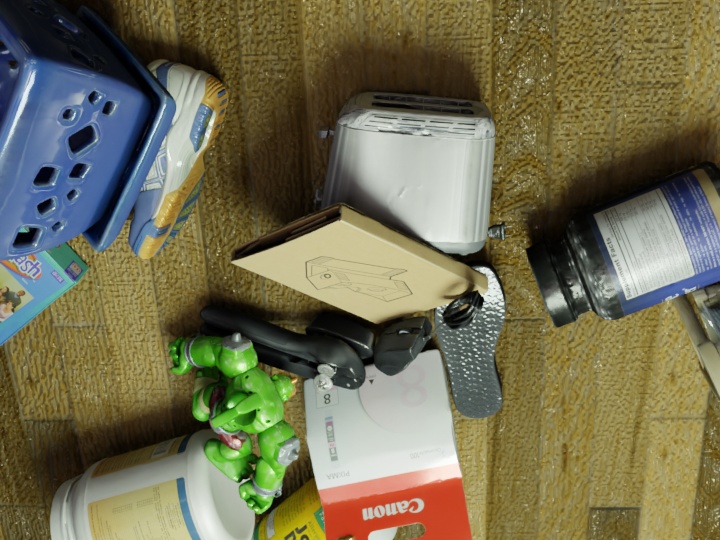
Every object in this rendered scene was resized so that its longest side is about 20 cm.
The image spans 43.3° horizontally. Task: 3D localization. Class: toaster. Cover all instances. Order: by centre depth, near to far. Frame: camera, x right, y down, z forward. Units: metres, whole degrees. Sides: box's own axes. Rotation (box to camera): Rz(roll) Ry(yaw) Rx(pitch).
[{"bbox_3d":[0.055,-0.095,0.871,0.196,0.114,0.131,6,112,3],"label":"toaster"}]

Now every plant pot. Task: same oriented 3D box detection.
[{"bbox_3d":[-0.291,-0.137,0.816,0.200,0.178,0.201,45,116,30],"label":"plant pot"}]

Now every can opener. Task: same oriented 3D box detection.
[{"bbox_3d":[-0.084,0.083,0.989,0.197,0.079,0.064,11,125,9],"label":"can opener"}]

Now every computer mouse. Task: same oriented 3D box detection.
[{"bbox_3d":[0.062,0.058,0.910,0.034,0.059,0.200,38,145,-7],"label":"computer mouse"}]

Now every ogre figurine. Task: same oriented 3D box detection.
[{"bbox_3d":[-0.126,0.151,0.959,0.097,0.203,0.119,2,157,-40],"label":"ogre figurine"}]

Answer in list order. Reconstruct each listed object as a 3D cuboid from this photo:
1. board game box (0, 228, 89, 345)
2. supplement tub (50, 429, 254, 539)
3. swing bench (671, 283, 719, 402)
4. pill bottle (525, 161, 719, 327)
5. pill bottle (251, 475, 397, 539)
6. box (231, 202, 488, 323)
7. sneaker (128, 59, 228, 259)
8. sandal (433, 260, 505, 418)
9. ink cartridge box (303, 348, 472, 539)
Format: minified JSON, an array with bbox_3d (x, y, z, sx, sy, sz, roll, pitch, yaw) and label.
[{"bbox_3d":[-0.419,0.005,0.986,0.199,0.045,0.153,-35,107,18],"label":"board game box"},{"bbox_3d":[-0.236,0.275,1.039,0.197,0.145,0.146,-17,112,12],"label":"supplement tub"},{"bbox_3d":[0.423,0.059,0.864,0.197,0.201,0.131,-25,110,14],"label":"swing bench"},{"bbox_3d":[0.269,-0.019,0.889,0.197,0.112,0.113,-22,111,14],"label":"pill bottle"},{"bbox_3d":[-0.027,0.289,1.048,0.200,0.113,0.113,-41,106,19],"label":"pill bottle"},{"bbox_3d":[0.000,0.000,0.878,0.198,0.022,0.162,23,151,-38],"label":"box"},{"bbox_3d":[-0.203,-0.113,0.913,0.087,0.075,0.202,26,107,5],"label":"sneaker"},{"bbox_3d":[0.118,0.073,0.983,0.075,0.043,0.203,-1,125,6],"label":"sandal"},{"bbox_3d":[0.025,0.196,0.963,0.160,0.202,0.057,-14,142,10],"label":"ink cartridge box"}]
